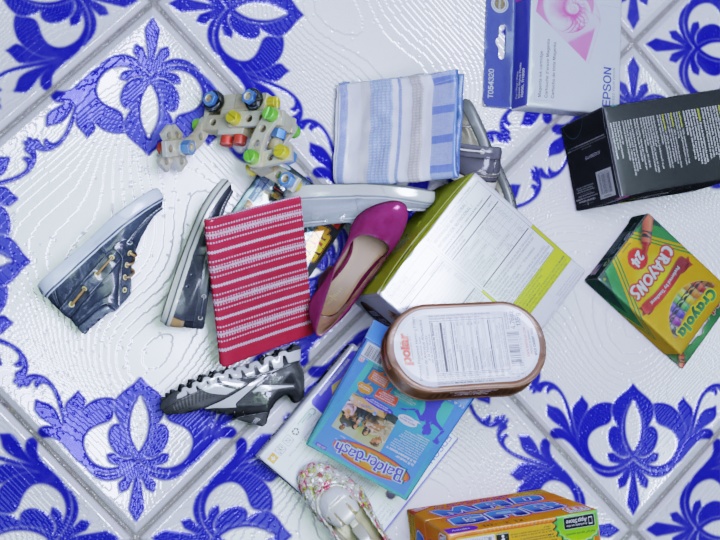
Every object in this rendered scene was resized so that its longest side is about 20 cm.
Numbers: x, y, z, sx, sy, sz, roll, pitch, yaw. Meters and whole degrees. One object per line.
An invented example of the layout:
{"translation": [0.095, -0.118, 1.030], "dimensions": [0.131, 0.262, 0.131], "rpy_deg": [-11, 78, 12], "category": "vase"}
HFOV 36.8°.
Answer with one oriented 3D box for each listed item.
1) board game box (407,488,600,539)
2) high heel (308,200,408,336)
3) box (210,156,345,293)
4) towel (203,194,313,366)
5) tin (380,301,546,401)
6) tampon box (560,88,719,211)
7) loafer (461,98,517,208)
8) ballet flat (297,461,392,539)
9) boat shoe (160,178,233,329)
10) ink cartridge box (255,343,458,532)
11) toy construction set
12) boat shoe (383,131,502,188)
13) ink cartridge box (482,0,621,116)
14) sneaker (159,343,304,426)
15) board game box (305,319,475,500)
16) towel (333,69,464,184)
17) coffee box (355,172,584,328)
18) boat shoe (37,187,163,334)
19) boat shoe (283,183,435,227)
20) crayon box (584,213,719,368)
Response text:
{"translation": [0.189, 0.410, 1.407], "dimensions": [0.198, 0.200, 0.202], "rpy_deg": [-6, 87, -13], "category": "board game box"}
{"translation": [0.000, 0.000, 1.371], "dimensions": [0.067, 0.200, 0.097], "rpy_deg": [23, 41, -17], "category": "high heel"}
{"translation": [-0.121, -0.035, 1.452], "dimensions": [0.137, 0.040, 0.201], "rpy_deg": [35, 80, -9], "category": "box"}
{"translation": [-0.129, 0.014, 1.380], "dimensions": [0.144, 0.022, 0.202], "rpy_deg": [-18, 115, -34], "category": "towel"}
{"translation": [0.123, 0.092, 1.280], "dimensions": [0.198, 0.042, 0.113], "rpy_deg": [-3, 66, -12], "category": "tin"}
{"translation": [0.410, -0.168, 1.519], "dimensions": [0.198, 0.150, 0.127], "rpy_deg": [-10, 88, -12], "category": "tampon box"}
{"translation": [0.163, -0.137, 1.513], "dimensions": [0.069, 0.075, 0.201], "rpy_deg": [-24, 82, 10], "category": "loafer"}
{"translation": [-0.005, 0.330, 1.400], "dimensions": [0.076, 0.064, 0.200], "rpy_deg": [-40, 95, -8], "category": "ballet flat"}
{"translation": [-0.196, -0.018, 1.380], "dimensions": [0.062, 0.075, 0.201], "rpy_deg": [19, 86, -10], "category": "boat shoe"}
{"translation": [-0.003, 0.237, 1.457], "dimensions": [0.200, 0.043, 0.198], "rpy_deg": [42, 80, -6], "category": "ink cartridge box"}
{"translation": [-0.164, -0.171, 1.411], "dimensions": [0.198, 0.092, 0.132], "rpy_deg": [5, 79, 13], "category": "toy construction set"}
{"translation": [0.105, -0.172, 1.456], "dimensions": [0.199, 0.072, 0.063], "rpy_deg": [29, 114, 27], "category": "boat shoe"}
{"translation": [0.278, -0.326, 1.559], "dimensions": [0.198, 0.043, 0.198], "rpy_deg": [3, 86, -13], "category": "ink cartridge box"}
{"translation": [-0.160, 0.167, 1.416], "dimensions": [0.199, 0.066, 0.091], "rpy_deg": [-18, 88, -15], "category": "sneaker"}
{"translation": [0.038, 0.178, 1.353], "dimensions": [0.151, 0.045, 0.201], "rpy_deg": [29, 123, 0], "category": "board game box"}
{"translation": [0.046, -0.189, 1.440], "dimensions": [0.024, 0.199, 0.148], "rpy_deg": [8, 84, -55], "category": "towel"}
{"translation": [0.133, 0.018, 1.422], "dimensions": [0.197, 0.200, 0.200], "rpy_deg": [40, 81, -7], "category": "coffee box"}
{"translation": [-0.312, -0.012, 1.398], "dimensions": [0.200, 0.071, 0.091], "rpy_deg": [-43, 96, -5], "category": "boat shoe"}
{"translation": [-0.002, -0.078, 1.417], "dimensions": [0.199, 0.070, 0.072], "rpy_deg": [0, 96, 7], "category": "boat shoe"}
{"translation": [0.440, 0.031, 1.564], "dimensions": [0.200, 0.051, 0.127], "rpy_deg": [41, 79, -7], "category": "crayon box"}
